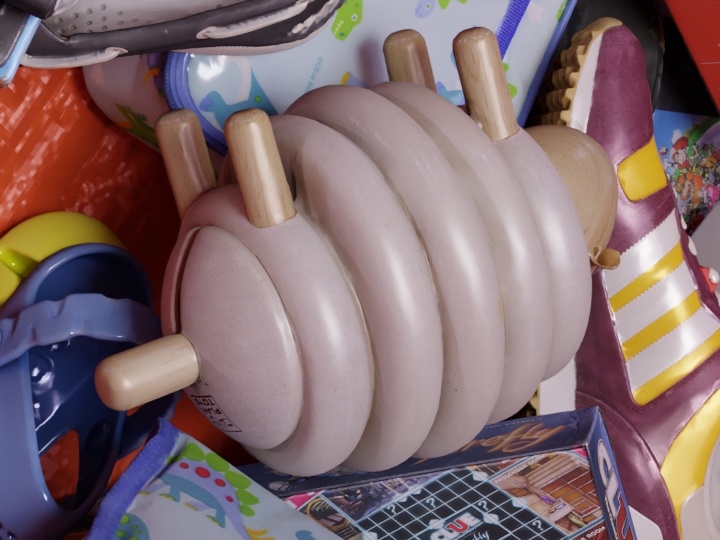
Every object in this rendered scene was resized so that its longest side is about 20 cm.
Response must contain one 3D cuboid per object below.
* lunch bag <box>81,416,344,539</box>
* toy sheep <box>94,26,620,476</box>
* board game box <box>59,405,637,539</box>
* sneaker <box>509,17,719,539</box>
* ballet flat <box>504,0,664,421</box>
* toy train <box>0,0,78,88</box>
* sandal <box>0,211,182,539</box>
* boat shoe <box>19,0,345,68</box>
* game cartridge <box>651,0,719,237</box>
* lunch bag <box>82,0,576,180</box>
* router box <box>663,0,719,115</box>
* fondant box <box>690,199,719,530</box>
[{"bbox_3d":[-0.049,0.178,0.971,0.170,0.200,0.128,31,31,1],"label":"lunch bag"},{"bbox_3d":[0.000,0.000,0.965,0.199,0.138,0.139,-20,107,-24],"label":"toy sheep"},{"bbox_3d":[0.002,0.129,1.029,0.035,0.199,0.136,-56,133,-65],"label":"board game box"},{"bbox_3d":[0.103,0.011,1.077,0.090,0.075,0.201,4,91,-6],"label":"sneaker"},{"bbox_3d":[0.064,-0.021,1.142,0.057,0.066,0.201,61,50,-75],"label":"ballet flat"},{"bbox_3d":[-0.170,-0.123,0.860,0.199,0.114,0.087,25,83,-7],"label":"toy train"},{"bbox_3d":[-0.122,0.071,0.989,0.079,0.087,0.201,35,77,-35],"label":"sandal"},{"bbox_3d":[-0.101,-0.096,0.952,0.199,0.060,0.074,1,84,-5],"label":"boat shoe"},{"bbox_3d":[0.151,-0.035,1.206,0.129,0.038,0.201,4,93,-40],"label":"game cartridge"},{"bbox_3d":[0.006,-0.113,1.064,0.161,0.082,0.201,34,77,-36],"label":"lunch bag"},{"bbox_3d":[0.171,-0.170,1.139,0.200,0.049,0.180,-58,132,-35],"label":"router box"},{"bbox_3d":[0.164,0.090,1.187,0.144,0.058,0.200,-51,128,-8],"label":"fondant box"}]
